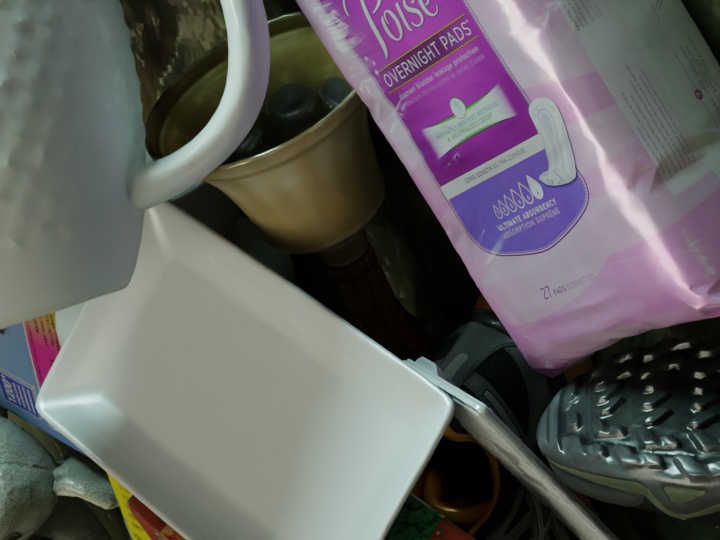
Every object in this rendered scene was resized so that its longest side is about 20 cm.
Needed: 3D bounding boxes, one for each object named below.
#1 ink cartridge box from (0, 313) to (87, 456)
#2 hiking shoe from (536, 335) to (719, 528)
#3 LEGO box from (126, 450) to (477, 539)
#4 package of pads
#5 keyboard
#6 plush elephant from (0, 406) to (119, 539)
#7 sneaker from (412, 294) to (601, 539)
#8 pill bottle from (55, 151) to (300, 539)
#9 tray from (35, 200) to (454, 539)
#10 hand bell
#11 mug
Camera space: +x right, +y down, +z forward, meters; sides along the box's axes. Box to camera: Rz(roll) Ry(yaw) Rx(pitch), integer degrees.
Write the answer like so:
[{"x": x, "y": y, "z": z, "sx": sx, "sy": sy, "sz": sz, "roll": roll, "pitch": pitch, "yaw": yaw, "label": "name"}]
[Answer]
[{"x": -0.186, "y": -0.008, "z": 1.115, "sx": 0.200, "sy": 0.076, "sz": 0.137, "roll": 25, "pitch": 136, "yaw": 37, "label": "ink cartridge box"}, {"x": 0.157, "y": 0.086, "z": 0.771, "sx": 0.199, "sy": 0.076, "sz": 0.101, "roll": 7, "pitch": 131, "yaw": 30, "label": "hiking shoe"}, {"x": 0.008, "y": 0.159, "z": 0.915, "sx": 0.149, "sy": 0.077, "sz": 0.200, "roll": 32, "pitch": 160, "yaw": 40, "label": "LEGO box"}, {"x": 0.063, "y": -0.066, "z": 0.772, "sx": 0.200, "sy": 0.076, "sz": 0.120, "roll": 58, "pitch": 145, "yaw": -4, "label": "package of pads"}, {"x": 0.087, "y": 0.099, "z": 0.854, "sx": 0.200, "sy": 0.011, "sz": 0.056, "roll": 45, "pitch": 177, "yaw": -35, "label": "keyboard"}, {"x": -0.199, "y": 0.136, "z": 1.138, "sx": 0.155, "sy": 0.164, "sz": 0.201, "roll": 156, "pitch": 121, "yaw": -79, "label": "plush elephant"}, {"x": 0.055, "y": 0.102, "z": 0.923, "sx": 0.078, "sy": 0.077, "sz": 0.201, "roll": 19, "pitch": 133, "yaw": 37, "label": "sneaker"}, {"x": -0.074, "y": 0.045, "z": 0.993, "sx": 0.112, "sy": 0.113, "sz": 0.201, "roll": 12, "pitch": 128, "yaw": 44, "label": "pill bottle"}, {"x": -0.047, "y": 0.054, "z": 0.856, "sx": 0.200, "sy": 0.022, "sz": 0.108, "roll": 33, "pitch": 97, "yaw": 41, "label": "tray"}, {"x": 0.000, "y": 0.000, "z": 0.917, "sx": 0.104, "sy": 0.104, "sz": 0.200, "roll": 11, "pitch": 139, "yaw": 45, "label": "hand bell"}, {"x": -0.131, "y": -0.072, "z": 0.803, "sx": 0.199, "sy": 0.148, "sz": 0.176, "roll": -17, "pitch": 92, "yaw": 11, "label": "mug"}]
